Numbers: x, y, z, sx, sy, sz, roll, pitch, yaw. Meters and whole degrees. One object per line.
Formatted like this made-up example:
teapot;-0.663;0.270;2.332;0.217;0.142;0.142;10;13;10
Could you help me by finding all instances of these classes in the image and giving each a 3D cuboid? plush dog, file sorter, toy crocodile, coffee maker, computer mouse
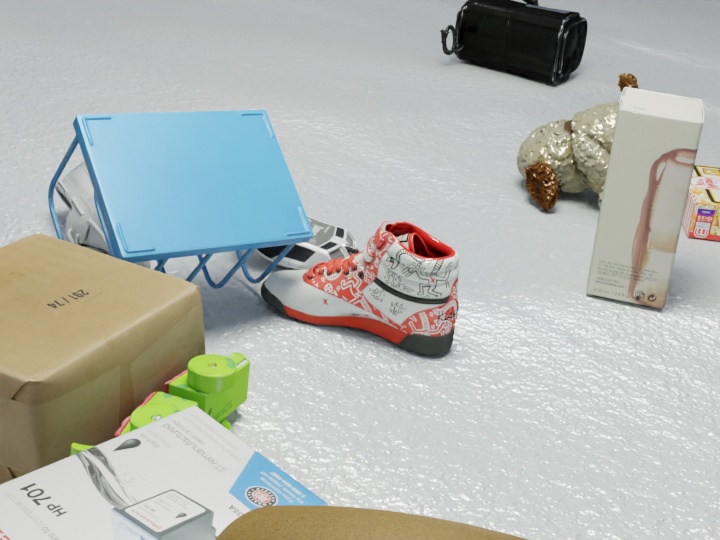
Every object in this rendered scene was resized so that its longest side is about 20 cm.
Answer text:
plush dog;0.280;-0.151;1.449;0.169;0.163;0.200;-12;20;18
file sorter;-0.172;-0.056;1.066;0.197;0.123;0.141;-8;67;-38
toy crocodile;-0.140;0.113;0.852;0.061;0.069;0.200;14;27;19
coffee maker;0.270;-0.393;1.979;0.197;0.136;0.193;19;51;28
computer mouse;-0.039;-0.019;1.189;0.197;0.045;0.110;20;32;14

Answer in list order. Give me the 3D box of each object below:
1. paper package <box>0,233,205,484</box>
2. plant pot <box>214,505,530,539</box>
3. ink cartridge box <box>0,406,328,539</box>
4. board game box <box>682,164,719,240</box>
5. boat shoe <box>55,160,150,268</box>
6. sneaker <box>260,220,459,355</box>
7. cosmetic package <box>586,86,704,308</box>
paper package;-0.251;0.065;0.887;0.188;0.105;0.200;16;27;24
plant pot;0.005;0.200;0.596;0.185;0.190;0.198;-18;25;-42
ink cartridge box;-0.137;0.179;0.697;0.145;0.087;0.198;27;31;37
board game box;0.499;-0.080;1.438;0.196;0.047;0.152;7;25;2
boat shoe;-0.271;-0.051;1.177;0.068;0.073;0.201;-29;46;-8
sneaker;0.001;0.000;1.077;0.198;0.110;0.067;16;26;20
cosmetic package;0.297;-0.077;1.199;0.086;0.204;0.104;11;25;13
